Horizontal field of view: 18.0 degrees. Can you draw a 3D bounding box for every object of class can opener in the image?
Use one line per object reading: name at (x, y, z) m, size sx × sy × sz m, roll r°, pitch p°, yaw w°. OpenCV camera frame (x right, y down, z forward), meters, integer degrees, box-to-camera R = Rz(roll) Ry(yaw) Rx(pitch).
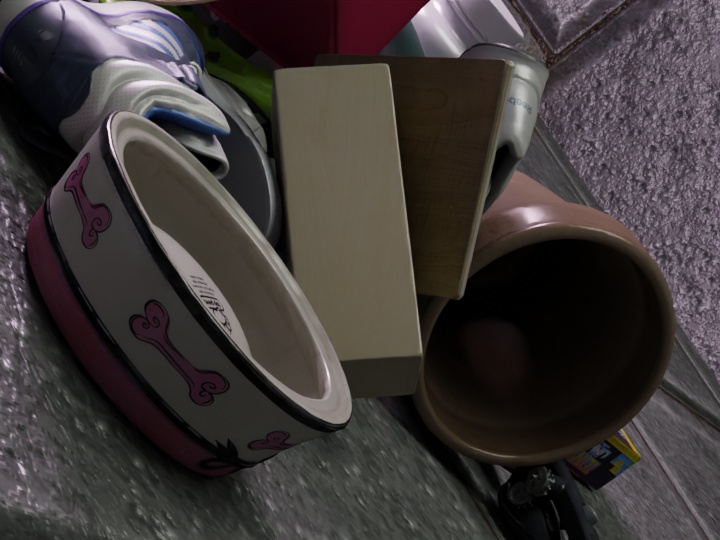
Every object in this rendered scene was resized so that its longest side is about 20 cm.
can opener at (0.151, 0.207, 1.616) m, size 0.079 × 0.063 × 0.200 m, roll 45°, pitch 13°, yaw -37°

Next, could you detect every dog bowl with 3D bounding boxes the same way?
dog bowl at (-0.092, 0.018, 1.171) m, size 0.200 × 0.074 × 0.200 m, roll 51°, pitch 11°, yaw -14°

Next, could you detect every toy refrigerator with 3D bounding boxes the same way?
toy refrigerator at (-0.011, -0.023, 1.412) m, size 0.070 × 0.075 × 0.201 m, roll 98°, pitch -14°, yaw -65°

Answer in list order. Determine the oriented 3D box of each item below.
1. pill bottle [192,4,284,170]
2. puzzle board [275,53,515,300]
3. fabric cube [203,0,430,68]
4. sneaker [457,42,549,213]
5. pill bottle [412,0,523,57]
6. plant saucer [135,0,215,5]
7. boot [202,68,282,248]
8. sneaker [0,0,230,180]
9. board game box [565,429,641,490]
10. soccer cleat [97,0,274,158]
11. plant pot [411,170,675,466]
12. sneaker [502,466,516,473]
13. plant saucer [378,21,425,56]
pill bottle at (-0.075, -0.172, 1.706) m, size 0.201 × 0.116 × 0.116 m, roll 59°, pitch 12°, yaw 24°
puzzle board at (0.019, -0.064, 1.476) m, size 0.017 × 0.152 × 0.199 m, roll 15°, pitch -4°, yaw -37°
fabric cube at (-0.030, -0.281, 1.585) m, size 0.200 × 0.196 × 0.200 m, roll 37°, pitch -22°, yaw 18°
sneaker at (0.058, -0.064, 1.502) m, size 0.074 × 0.200 × 0.088 m, roll 17°, pitch 53°, yaw -11°
pill bottle at (0.038, -0.168, 1.935) m, size 0.112 × 0.200 × 0.112 m, roll 50°, pitch 11°, yaw -14°
plant saucer at (-0.110, -0.246, 1.438) m, size 0.201 × 0.199 × 0.035 m, roll 58°, pitch -11°, yaw 22°
boot at (-0.083, -0.071, 1.469) m, size 0.095 × 0.073 × 0.201 m, roll 27°, pitch 26°, yaw -51°
sneaker at (-0.119, -0.090, 1.316) m, size 0.146 × 0.081 × 0.200 m, roll 44°, pitch 14°, yaw 23°
board game box at (0.155, 0.084, 2.029) m, size 0.165 × 0.057 × 0.201 m, roll 41°, pitch 17°, yaw -55°
soccer cleat at (-0.104, -0.125, 1.589) m, size 0.199 × 0.081 × 0.068 m, roll 31°, pitch 33°, yaw -6°
plant pot at (0.107, 0.013, 1.651) m, size 0.200 × 0.200 × 0.175 m, roll 45°, pitch 11°, yaw -34°
sneaker at (0.081, 0.079, 1.746) m, size 0.080 × 0.074 × 0.200 m, roll 11°, pitch 37°, yaw -52°
plant saucer at (-0.013, -0.133, 1.756) m, size 0.027 × 0.201 × 0.201 m, roll -14°, pitch 60°, yaw -34°
